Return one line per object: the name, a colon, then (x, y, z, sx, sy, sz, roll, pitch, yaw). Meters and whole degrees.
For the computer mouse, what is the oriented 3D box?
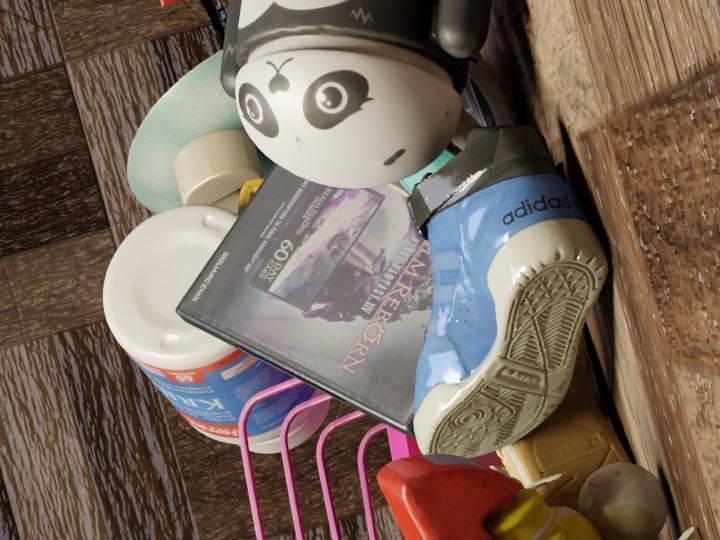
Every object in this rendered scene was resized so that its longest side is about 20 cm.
computer mouse: (0.036, -0.085, 1.577, 0.200, 0.044, 0.110, -5, 108, 54)

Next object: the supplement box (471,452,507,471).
supplement box: (0.086, 0.075, 1.610, 0.110, 0.085, 0.200, 85, 169, -80)

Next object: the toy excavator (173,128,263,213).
toy excavator: (-0.015, -0.044, 1.841, 0.195, 0.200, 0.100, 78, 176, -60)

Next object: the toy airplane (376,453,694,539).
toy airplane: (0.111, 0.164, 1.337, 0.200, 0.141, 0.199, 34, 172, 23)

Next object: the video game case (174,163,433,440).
video game case: (0.000, 0.000, 1.532, 0.200, 0.143, 0.019, 24, 166, 43)

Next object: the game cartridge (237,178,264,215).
game cartridge: (0.015, -0.002, 1.790, 0.200, 0.176, 0.033, 81, -164, -70)

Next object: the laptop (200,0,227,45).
laptop: (-0.090, -0.267, 1.665, 0.177, 0.103, 0.200, 62, 176, 32)

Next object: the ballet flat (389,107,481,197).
ballet flat: (0.034, -0.074, 1.491, 0.200, 0.062, 0.068, 49, 125, 30)

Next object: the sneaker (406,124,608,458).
sneaker: (0.064, 0.007, 1.397, 0.200, 0.077, 0.111, 108, 149, -52)

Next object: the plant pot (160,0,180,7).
plant pot: (-0.040, -0.269, 1.190, 0.200, 0.176, 0.200, 77, 177, -58)

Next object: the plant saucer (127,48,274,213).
plant saucer: (-0.061, -0.088, 1.855, 0.039, 0.201, 0.201, 60, 171, 30)

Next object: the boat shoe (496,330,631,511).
boat shoe: (0.098, 0.077, 1.494, 0.069, 0.074, 0.200, 88, 167, -56)

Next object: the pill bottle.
pill bottle: (-0.083, 0.047, 1.751, 0.200, 0.112, 0.112, 57, -166, -60)

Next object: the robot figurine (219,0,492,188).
robot figurine: (-0.002, -0.143, 1.414, 0.150, 0.125, 0.200, 121, 157, -72)

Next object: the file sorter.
file sorter: (0.031, 0.140, 1.735, 0.200, 0.125, 0.139, 22, -127, -55)
